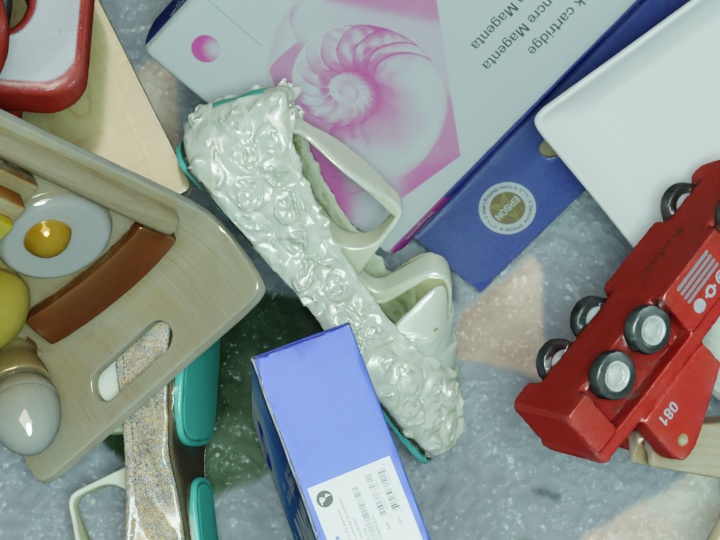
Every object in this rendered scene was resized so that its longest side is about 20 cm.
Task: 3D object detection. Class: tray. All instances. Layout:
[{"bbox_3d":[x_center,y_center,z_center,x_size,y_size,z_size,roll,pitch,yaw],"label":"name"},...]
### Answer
[{"bbox_3d":[0.180,-0.092,1.093,0.200,0.022,0.107,-35,121,11],"label":"tray"}]

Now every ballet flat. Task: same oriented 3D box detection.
[{"bbox_3d":[0.000,0.000,1.097,0.072,0.072,0.200,-43,114,-9],"label":"ballet flat"},{"bbox_3d":[-0.097,0.083,1.122,0.067,0.068,0.201,-4,79,11],"label":"ballet flat"}]

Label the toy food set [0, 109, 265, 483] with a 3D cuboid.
[{"bbox_3d":[-0.153,0.015,1.024,0.143,0.200,0.061,-40,51,21],"label":"toy food set"}]

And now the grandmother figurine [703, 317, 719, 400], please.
[{"bbox_3d":[0.223,-0.020,1.148,0.121,0.061,0.200,44,88,-14],"label":"grandmother figurine"}]

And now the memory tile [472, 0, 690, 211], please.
[{"bbox_3d":[0.097,-0.129,1.113,0.152,0.017,0.201,-15,116,11],"label":"memory tile"}]

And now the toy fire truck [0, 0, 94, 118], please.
[{"bbox_3d":[-0.208,-0.134,1.042,0.199,0.112,0.169,3,76,-2],"label":"toy fire truck"}]

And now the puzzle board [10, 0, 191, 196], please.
[{"bbox_3d":[-0.182,-0.089,1.098,0.150,0.017,0.201,-26,81,-6],"label":"puzzle board"}]

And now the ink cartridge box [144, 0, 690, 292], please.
[{"bbox_3d":[0.043,-0.105,1.097,0.200,0.043,0.196,39,113,-14],"label":"ink cartridge box"}]

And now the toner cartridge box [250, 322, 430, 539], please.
[{"bbox_3d":[-0.011,0.086,1.055,0.043,0.200,0.096,-19,81,-5],"label":"toner cartridge box"}]

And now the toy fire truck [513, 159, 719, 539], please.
[{"bbox_3d":[0.141,0.068,1.084,0.200,0.049,0.141,-50,116,-16],"label":"toy fire truck"}]
